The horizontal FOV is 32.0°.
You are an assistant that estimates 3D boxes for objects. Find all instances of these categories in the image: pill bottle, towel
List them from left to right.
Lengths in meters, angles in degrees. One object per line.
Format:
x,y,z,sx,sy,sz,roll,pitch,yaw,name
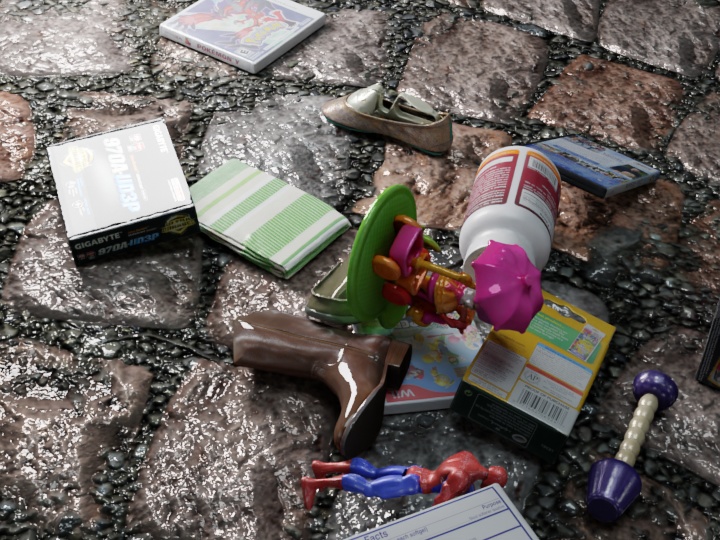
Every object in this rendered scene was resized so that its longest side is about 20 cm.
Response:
-0.129,-0.068,1.590,0.199,0.024,0.152,26,43,24,towel
0.183,-0.056,1.546,0.112,0.114,0.201,13,40,7,pill bottle

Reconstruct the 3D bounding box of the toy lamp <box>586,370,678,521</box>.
0.283,0.185,1.321,0.058,0.059,0.200,20,39,16,toy lamp

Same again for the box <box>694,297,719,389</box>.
0.482,0.043,1.454,0.114,0.133,0.200,21,42,19,box

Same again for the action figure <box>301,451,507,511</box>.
0.051,0.228,1.226,0.198,0.100,0.065,-9,16,19,action figure

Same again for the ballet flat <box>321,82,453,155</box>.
0.040,-0.224,1.761,0.198,0.068,0.068,17,40,13,ballet flat

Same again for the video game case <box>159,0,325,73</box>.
-0.181,-0.384,1.955,0.181,0.023,0.200,24,43,20,video game case

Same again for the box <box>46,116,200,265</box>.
-0.299,-0.102,1.570,0.158,0.046,0.201,-15,44,-10,box

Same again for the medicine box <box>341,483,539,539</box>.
0.088,0.313,1.102,0.181,0.104,0.200,-15,44,-24,medicine box

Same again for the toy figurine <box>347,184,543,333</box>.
0.104,0.021,1.331,0.183,0.201,0.151,18,64,23,toy figurine

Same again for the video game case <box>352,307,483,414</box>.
0.068,0.081,1.442,0.142,0.018,0.201,-4,41,-13,video game case

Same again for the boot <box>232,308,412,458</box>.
-0.064,0.113,1.342,0.198,0.065,0.187,15,32,16,boot

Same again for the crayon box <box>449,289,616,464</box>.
0.193,0.107,1.384,0.125,0.052,0.200,27,41,10,crayon box

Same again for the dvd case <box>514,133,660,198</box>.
0.305,-0.143,1.688,0.142,0.018,0.199,28,24,26,dvd case

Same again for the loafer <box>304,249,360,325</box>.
0.000,0.000,1.448,0.075,0.070,0.200,14,29,24,loafer
